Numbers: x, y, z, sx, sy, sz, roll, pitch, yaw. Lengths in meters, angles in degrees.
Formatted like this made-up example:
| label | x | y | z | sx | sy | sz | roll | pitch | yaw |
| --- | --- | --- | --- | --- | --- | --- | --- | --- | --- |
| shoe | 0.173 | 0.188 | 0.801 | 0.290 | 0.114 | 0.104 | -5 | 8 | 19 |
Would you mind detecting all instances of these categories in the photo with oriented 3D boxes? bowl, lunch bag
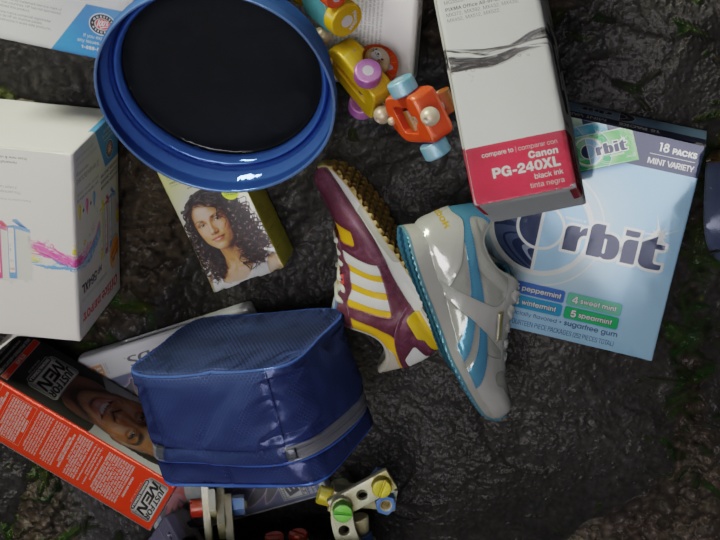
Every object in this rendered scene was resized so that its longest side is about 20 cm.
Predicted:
| label | x | y | z | sx | sy | sz | roll | pitch | yaw |
| --- | --- | --- | --- | --- | --- | --- | --- | --- | --- |
| bowl | -0.116 | -0.154 | 1.461 | 0.200 | 0.039 | 0.201 | 5 | 132 | 5 |
| lunch bag | -0.099 | 0.121 | 1.565 | 0.199 | 0.136 | 0.133 | -4 | 110 | 31 |

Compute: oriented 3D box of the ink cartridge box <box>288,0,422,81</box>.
| label | x | y | z | sx | sy | sz | roll | pitch | yaw |
| --- | --- | --- | --- | --- | --- | --- | --- | --- | --- |
| ink cartridge box | -0.034 | -0.260 | 1.483 | 0.176 | 0.045 | 0.201 | 7 | 112 | 7 |

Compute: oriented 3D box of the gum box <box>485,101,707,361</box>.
| label | x | y | z | sx | sy | sz | roll | pitch | yaw |
| --- | --- | --- | --- | --- | --- | --- | --- | --- | --- |
| gum box | 0.189 | -0.038 | 1.527 | 0.169 | 0.045 | 0.201 | 13 | 114 | 7 |

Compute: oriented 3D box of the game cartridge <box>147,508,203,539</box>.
| label | x | y | z | sx | sy | sz | roll | pitch | yaw |
| --- | --- | --- | --- | --- | --- | --- | --- | --- | --- |
| game cartridge | -0.149 | 0.339 | 1.682 | 0.200 | 0.038 | 0.130 | 57 | 136 | 19 |

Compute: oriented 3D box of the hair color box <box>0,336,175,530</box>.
| label | x | y | z | sx | sy | sz | roll | pitch | yaw |
| --- | --- | --- | --- | --- | --- | --- | --- | --- | --- |
| hair color box | -0.252 | 0.144 | 1.635 | 0.200 | 0.102 | 0.061 | 31 | 114 | -2 |

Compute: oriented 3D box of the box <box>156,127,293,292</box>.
| label | x | y | z | sx | sy | sz | roll | pitch | yaw |
| --- | --- | --- | --- | --- | --- | --- | --- | --- | --- |
| box | -0.134 | -0.086 | 1.570 | 0.075 | 0.050 | 0.200 | -21 | 105 | 18 |

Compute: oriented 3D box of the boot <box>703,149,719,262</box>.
| label | x | y | z | sx | sy | sz | roll | pitch | yaw |
| --- | --- | --- | --- | --- | --- | --- | --- | --- | --- |
| boot | 0.338 | -0.013 | 1.505 | 0.097 | 0.075 | 0.201 | 10 | 114 | 27 |

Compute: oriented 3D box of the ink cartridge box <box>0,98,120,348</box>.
| label | x | y | z | sx | sy | sz | roll | pitch | yaw |
| --- | --- | --- | --- | --- | --- | --- | --- | --- | --- |
| ink cartridge box | -0.288 | -0.034 | 1.580 | 0.125 | 0.129 | 0.201 | 5 | 113 | 9 |

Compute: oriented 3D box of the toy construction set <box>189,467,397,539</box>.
| label | x | y | z | sx | sy | sz | roll | pitch | yaw |
| --- | --- | --- | --- | --- | --- | --- | --- | --- | --- |
| toy construction set | -0.062 | 0.242 | 1.636 | 0.199 | 0.092 | 0.132 | 0 | 108 | 12 |

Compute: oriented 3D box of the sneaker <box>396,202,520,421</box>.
| label | x | y | z | sx | sy | sz | roll | pitch | yaw |
| --- | --- | --- | --- | --- | --- | --- | --- | --- | --- |
| sneaker | 0.099 | 0.038 | 1.512 | 0.081 | 0.077 | 0.200 | -23 | 116 | -5 |

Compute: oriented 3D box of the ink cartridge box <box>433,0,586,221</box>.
| label | x | y | z | sx | sy | sz | roll | pitch | yaw |
| --- | --- | --- | --- | --- | --- | --- | --- | --- | --- |
| ink cartridge box | 0.117 | -0.148 | 1.406 | 0.083 | 0.145 | 0.201 | -11 | 85 | 10 |

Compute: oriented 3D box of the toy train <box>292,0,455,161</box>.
| label | x | y | z | sx | sy | sz | roll | pitch | yaw |
| --- | --- | --- | --- | --- | --- | --- | --- | --- | --- |
| toy train | 0.014 | -0.184 | 1.419 | 0.056 | 0.150 | 0.200 | -33 | 101 | -17 |

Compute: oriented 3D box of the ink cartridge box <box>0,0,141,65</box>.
| label | x | y | z | sx | sy | sz | roll | pitch | yaw |
| --- | --- | --- | --- | --- | --- | --- | --- | --- | --- |
| ink cartridge box | -0.232 | -0.288 | 1.490 | 0.145 | 0.084 | 0.201 | 13 | 114 | 6 |

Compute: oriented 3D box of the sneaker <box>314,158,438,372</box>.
| label | x | y | z | sx | sy | sz | roll | pitch | yaw |
| --- | --- | --- | --- | --- | --- | --- | --- | --- | --- |
| sneaker | 0.000 | 0.000 | 1.564 | 0.090 | 0.075 | 0.200 | -30 | 102 | 15 |

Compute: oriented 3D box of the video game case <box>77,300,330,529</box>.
| label | x | y | z | sx | sy | sz | roll | pitch | yaw |
| --- | --- | --- | --- | --- | --- | --- | --- | --- | --- |
| video game case | -0.147 | 0.144 | 1.679 | 0.182 | 0.023 | 0.200 | -17 | 107 | 17 |
